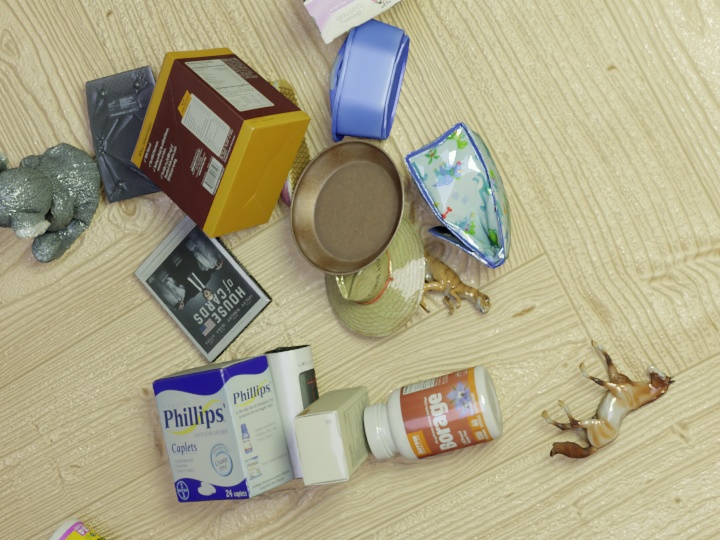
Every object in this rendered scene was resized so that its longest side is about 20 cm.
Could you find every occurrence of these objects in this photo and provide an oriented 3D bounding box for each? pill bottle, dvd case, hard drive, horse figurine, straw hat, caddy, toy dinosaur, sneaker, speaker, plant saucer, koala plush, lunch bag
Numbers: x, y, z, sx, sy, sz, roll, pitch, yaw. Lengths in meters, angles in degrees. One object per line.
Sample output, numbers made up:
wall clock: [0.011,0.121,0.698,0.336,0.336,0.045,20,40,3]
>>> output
pill bottle: [-0.434,0.511,1.739,0.198,0.104,0.105,32,100,10]
dvd case: [-0.259,0.026,1.708,0.150,0.025,0.200,-44,82,13]
hard drive: [-0.374,-0.222,1.712,0.132,0.042,0.204,-11,91,14]
horse figurine: [0.357,0.204,1.547,0.131,0.050,0.202,34,92,-8]
straw hat: [0.000,0.000,1.583,0.198,0.085,0.206,-1,88,31]
caddy: [0.004,-0.288,1.566,0.103,0.141,0.204,14,96,7]
toy dinosaur: [0.113,0.005,1.607,0.200,0.060,0.106,44,81,0]
sneaker: [-0.136,-0.195,1.647,0.089,0.075,0.204,-9,88,27]
speaker: [-0.102,0.221,1.652,0.080,0.081,0.204,-9,91,14]
plant saucer: [-0.015,-0.091,1.542,0.197,0.036,0.205,-6,78,30]
pill bottle: [0.110,0.223,1.583,0.196,0.112,0.114,-18,89,14]
koala plush: [-0.529,-0.122,1.671,0.183,0.200,0.179,-35,85,17]
lunch bag: [0.159,-0.099,1.522,0.126,0.170,0.202,-31,88,13]

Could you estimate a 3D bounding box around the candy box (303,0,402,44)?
candy box: [0.003,-0.435,1.525,0.165,0.201,0.072,-26,121,13]

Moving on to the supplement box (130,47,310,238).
supplement box: [-0.215,-0.197,1.576,0.200,0.132,0.199,41,124,22]

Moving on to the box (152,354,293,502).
box: [-0.218,0.250,1.634,0.182,0.104,0.204,-13,89,41]

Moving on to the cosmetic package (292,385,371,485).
cosmetic package: [-0.035,0.246,1.575,0.070,0.200,0.107,-10,91,14]
